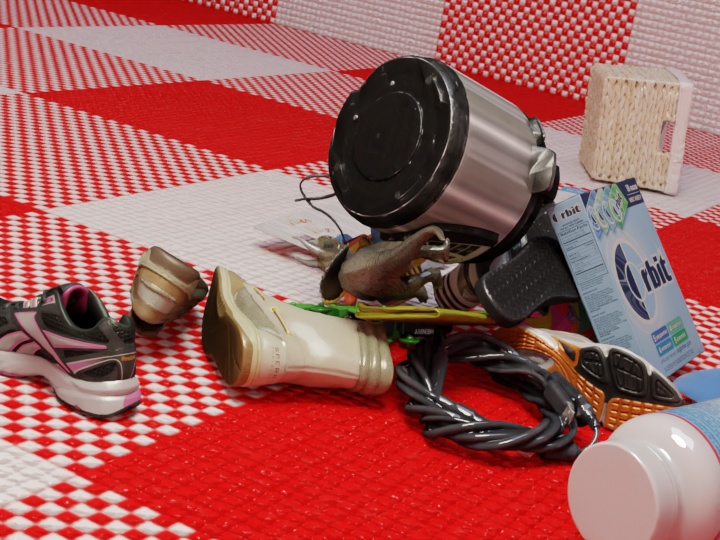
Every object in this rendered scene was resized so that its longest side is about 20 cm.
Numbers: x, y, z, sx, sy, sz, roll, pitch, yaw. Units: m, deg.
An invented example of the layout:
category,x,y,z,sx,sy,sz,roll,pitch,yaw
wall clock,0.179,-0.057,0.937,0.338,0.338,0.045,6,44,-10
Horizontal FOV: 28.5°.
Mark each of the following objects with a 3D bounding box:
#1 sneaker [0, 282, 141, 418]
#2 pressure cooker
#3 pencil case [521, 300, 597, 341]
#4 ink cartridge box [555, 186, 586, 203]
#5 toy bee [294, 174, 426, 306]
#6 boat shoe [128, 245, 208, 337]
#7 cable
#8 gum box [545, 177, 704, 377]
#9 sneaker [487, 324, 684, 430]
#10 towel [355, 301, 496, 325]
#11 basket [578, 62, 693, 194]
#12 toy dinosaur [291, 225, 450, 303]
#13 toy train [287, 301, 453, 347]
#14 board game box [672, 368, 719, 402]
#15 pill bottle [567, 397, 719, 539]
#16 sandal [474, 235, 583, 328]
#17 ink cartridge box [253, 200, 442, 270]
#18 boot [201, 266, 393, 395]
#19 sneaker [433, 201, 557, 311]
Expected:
category,x,y,z,sx,sy,sz,roll,pitch,yaw
sneaker,-0.251,0.046,1.182,0.198,0.088,0.080,19,16,29
pressure cooker,0.090,-0.101,1.396,0.199,0.179,0.177,21,26,-45
pencil case,0.248,0.036,1.535,0.088,0.090,0.199,23,18,38
ink cartridge box,0.237,-0.026,1.687,0.066,0.117,0.200,16,16,19
toy bee,0.000,0.000,1.485,0.198,0.131,0.110,19,50,-32
boat shoe,-0.191,0.025,1.326,0.071,0.077,0.200,30,-6,1
cable,0.108,0.112,1.260,0.161,0.051,0.200,-4,28,-24
gum box,0.274,0.013,1.455,0.044,0.202,0.169,-23,-2,31
sneaker,0.222,0.094,1.349,0.198,0.077,0.092,21,15,31
towel,0.075,0.040,1.315,0.085,0.018,0.199,-2,-4,26
basket,0.484,-0.256,2.504,0.158,0.201,0.200,6,16,-1
toy dinosaur,0.020,0.001,1.264,0.101,0.078,0.200,-11,6,-22
toy train,-0.002,0.052,1.414,0.197,0.042,0.056,2,7,-26
board game box,0.393,0.142,1.356,0.156,0.040,0.200,-2,14,-23
pill bottle,0.249,0.158,1.075,0.198,0.110,0.108,-4,21,-43
sandal,0.162,0.016,1.389,0.199,0.045,0.075,-20,70,-52
ink cartridge box,-0.007,-0.030,1.703,0.161,0.051,0.199,22,28,34
boot,-0.061,0.057,1.299,0.153,0.073,0.200,7,17,-19
sneaker,0.139,-0.018,1.549,0.115,0.076,0.200,-30,9,43
